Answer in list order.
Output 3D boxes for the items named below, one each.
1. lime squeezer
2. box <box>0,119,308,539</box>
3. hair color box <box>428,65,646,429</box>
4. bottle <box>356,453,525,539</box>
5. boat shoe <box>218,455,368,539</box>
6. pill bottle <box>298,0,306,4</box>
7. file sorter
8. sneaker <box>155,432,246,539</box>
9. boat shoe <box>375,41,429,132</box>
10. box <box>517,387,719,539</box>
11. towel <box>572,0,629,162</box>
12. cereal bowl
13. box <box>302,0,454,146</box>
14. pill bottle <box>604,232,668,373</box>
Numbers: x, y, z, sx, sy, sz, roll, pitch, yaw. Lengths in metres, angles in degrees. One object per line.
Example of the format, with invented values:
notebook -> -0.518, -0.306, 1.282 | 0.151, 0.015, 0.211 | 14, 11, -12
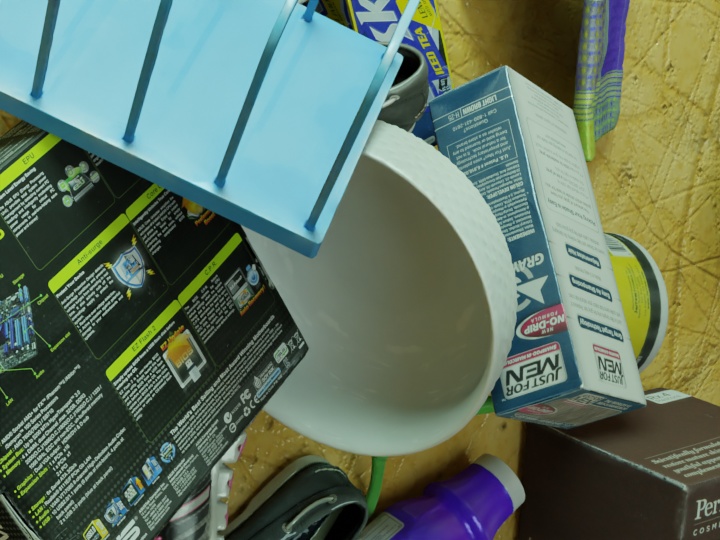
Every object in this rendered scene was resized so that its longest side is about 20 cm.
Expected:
lime squeezer -> 0.046, 0.110, 0.885 | 0.071, 0.200, 0.038 | 47, 36, -11
box -> -0.130, 0.027, 0.649 | 0.200, 0.047, 0.194 | -51, 121, -38
hair color box -> 0.106, -0.011, 0.812 | 0.100, 0.060, 0.202 | 18, 56, -55
bottle -> 0.034, 0.209, 0.956 | 0.200, 0.065, 0.084 | -38, 128, -24
boat shoe -> -0.072, 0.209, 0.874 | 0.200, 0.062, 0.073 | -47, 129, -17
pill bottle -> -0.087, -0.238, 0.706 | 0.114, 0.114, 0.201 | -37, 123, -24
file sorter -> -0.072, -0.129, 0.608 | 0.199, 0.123, 0.139 | 26, 51, -4
sneaker -> -0.123, 0.117, 0.805 | 0.087, 0.073, 0.201 | 21, 84, -40
boat shoe -> -0.058, -0.107, 0.756 | 0.198, 0.057, 0.067 | -1, 65, -11
box -> 0.234, 0.218, 1.050 | 0.165, 0.164, 0.202 | -8, 107, -36
towel -> 0.175, -0.182, 0.936 | 0.144, 0.023, 0.202 | -35, 133, -69
cereal bowl -> 0.000, 0.000, 0.754 | 0.083, 0.199, 0.201 | -48, 131, -50
box -> 0.001, -0.168, 0.826 | 0.070, 0.064, 0.201 | -30, 118, -29
pill bottle -> 0.110, 0.027, 0.933 | 0.199, 0.114, 0.115 | 2, 102, -38
